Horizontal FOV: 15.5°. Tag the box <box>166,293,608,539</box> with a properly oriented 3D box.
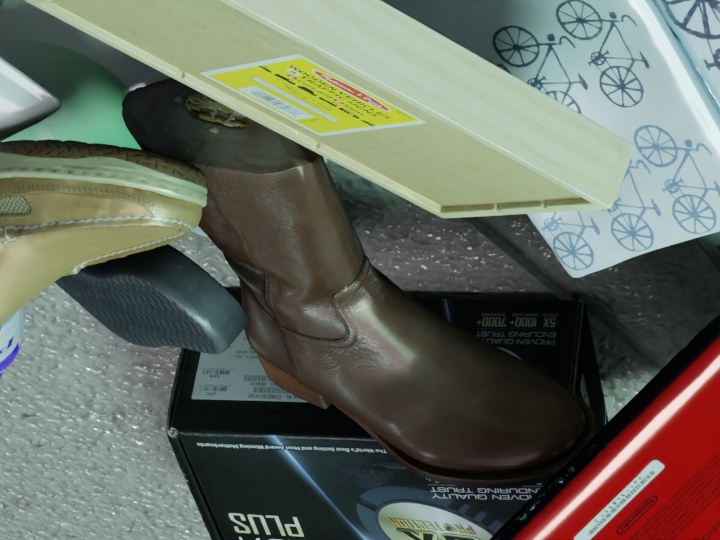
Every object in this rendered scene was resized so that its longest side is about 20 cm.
[{"bbox_3d":[0.020,0.092,1.333,0.200,0.086,0.164,1,145,12],"label":"box"}]

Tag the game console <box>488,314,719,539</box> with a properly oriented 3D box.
[{"bbox_3d":[0.124,0.090,1.189,0.200,0.119,0.172,-46,132,11],"label":"game console"}]

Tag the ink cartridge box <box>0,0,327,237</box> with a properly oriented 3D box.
[{"bbox_3d":[-0.075,-0.095,1.124,0.161,0.050,0.200,22,146,-17],"label":"ink cartridge box"}]

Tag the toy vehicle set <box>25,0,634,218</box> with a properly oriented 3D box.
[{"bbox_3d":[-0.013,-0.073,0.969,0.200,0.027,0.124,27,167,-26],"label":"toy vehicle set"}]

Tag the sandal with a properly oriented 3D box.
[{"bbox_3d":[-0.099,0.001,1.211,0.076,0.043,0.200,45,164,-27],"label":"sandal"}]

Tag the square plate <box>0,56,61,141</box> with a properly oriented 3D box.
[{"bbox_3d":[-0.244,-0.095,1.112,0.200,0.028,0.198,34,158,-18],"label":"square plate"}]

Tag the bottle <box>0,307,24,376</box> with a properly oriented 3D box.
[{"bbox_3d":[-0.206,0.026,1.287,0.083,0.065,0.200,-17,164,-13],"label":"bottle"}]

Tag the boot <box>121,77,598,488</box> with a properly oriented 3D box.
[{"bbox_3d":[0.000,0.000,1.119,0.186,0.064,0.200,16,148,29],"label":"boot"}]

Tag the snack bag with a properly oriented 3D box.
[{"bbox_3d":[0.112,-0.093,0.993,0.200,0.021,0.189,-18,118,36],"label":"snack bag"}]

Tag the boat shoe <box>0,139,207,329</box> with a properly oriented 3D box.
[{"bbox_3d":[-0.148,-0.008,1.092,0.200,0.076,0.072,-4,162,37],"label":"boat shoe"}]

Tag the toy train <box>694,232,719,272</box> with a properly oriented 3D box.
[{"bbox_3d":[0.175,-0.045,1.109,0.114,0.085,0.200,-2,148,37],"label":"toy train"}]
